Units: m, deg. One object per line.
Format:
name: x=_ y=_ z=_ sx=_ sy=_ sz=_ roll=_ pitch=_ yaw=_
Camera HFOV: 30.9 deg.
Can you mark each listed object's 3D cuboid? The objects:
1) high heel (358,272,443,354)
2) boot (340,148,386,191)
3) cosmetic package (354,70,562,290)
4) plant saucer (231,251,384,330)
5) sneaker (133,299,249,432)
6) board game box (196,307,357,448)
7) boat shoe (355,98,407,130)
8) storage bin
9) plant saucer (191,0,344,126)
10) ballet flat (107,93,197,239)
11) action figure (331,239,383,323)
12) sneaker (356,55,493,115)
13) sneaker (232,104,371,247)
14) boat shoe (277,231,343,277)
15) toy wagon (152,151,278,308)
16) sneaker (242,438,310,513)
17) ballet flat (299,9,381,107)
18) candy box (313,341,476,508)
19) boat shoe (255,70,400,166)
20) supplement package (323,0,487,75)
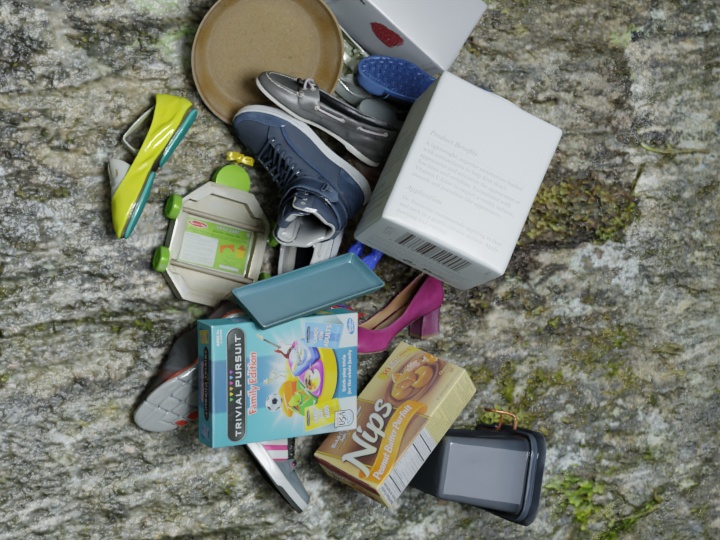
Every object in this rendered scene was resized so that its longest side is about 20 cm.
high heel: x=0.030 y=0.055 z=1.769 sx=0.200 sy=0.067 sz=0.096 roll=-13 pitch=106 yaw=-42
boot: x=0.073 y=-0.102 z=1.731 sx=0.200 sy=0.186 sz=0.064 roll=23 pitch=91 yaw=-29
cosmetic package: x=0.116 y=-0.105 z=1.601 sx=0.165 sy=0.165 sz=0.200 roll=26 pitch=77 yaw=-8
plant saucer: x=-0.064 y=0.026 z=1.620 sx=0.200 sy=0.070 sz=0.019 roll=-19 pitch=143 yaw=-38
sneaker: x=-0.212 y=0.119 z=1.649 sx=0.200 sy=0.082 sz=0.077 roll=-44 pitch=130 yaw=1
board game box: x=-0.100 y=0.130 z=1.612 sx=0.200 sy=0.047 sz=0.151 roll=-5 pitch=99 yaw=-30
boat shoe: x=0.064 y=-0.188 z=1.788 sx=0.200 sy=0.064 sz=0.071 roll=8 pitch=55 yaw=-33
storage bin: x=0.146 y=0.256 z=1.766 sx=0.134 sy=0.200 sz=0.146 roll=10 pitch=86 yaw=-18
plant saucer: x=-0.121 y=-0.277 z=1.676 sx=0.200 sy=0.035 sz=0.200 roll=-7 pitch=116 yaw=-15
ballet flat: x=-0.274 y=-0.135 z=1.621 sx=0.067 sy=0.067 sz=0.200 roll=27 pitch=74 yaw=-3
action figure: x=0.000 y=0.000 z=1.740 sx=0.200 sy=0.065 sz=0.099 roll=-47 pitch=158 yaw=13
sneaker: x=0.082 y=-0.220 z=1.732 sx=0.200 sy=0.078 sz=0.070 roll=18 pitch=51 yaw=-8
sneaker: x=-0.095 y=-0.116 z=1.628 sx=0.202 sy=0.077 sz=0.146 roll=35 pitch=42 yaw=0
boat shoe: x=-0.073 y=-0.038 z=1.698 sx=0.066 sy=0.072 sz=0.200 roll=26 pitch=72 yaw=-56
toy wagon: x=-0.178 y=-0.053 z=1.677 sx=0.155 sy=0.040 sz=0.200 roll=15 pitch=82 yaw=-27
sneaker: x=-0.094 y=0.207 z=1.700 sx=0.121 sy=0.084 sz=0.200 roll=-35 pitch=104 yaw=-13
ballet flat: x=-0.025 y=-0.285 z=1.740 sx=0.200 sy=0.069 sz=0.069 roll=47 pitch=70 yaw=-20
candy box: x=0.046 y=0.198 z=1.705 sx=0.200 sy=0.115 sz=0.055 roll=-52 pitch=138 yaw=-19
boat shoe: x=-0.039 y=-0.208 z=1.667 sx=0.200 sy=0.067 sz=0.057 roll=32 pitch=114 yaw=-20
supplement package: x=0.045 y=-0.364 z=1.746 sx=0.200 sy=0.121 sz=0.120 roll=38 pitch=73 yaw=-21
